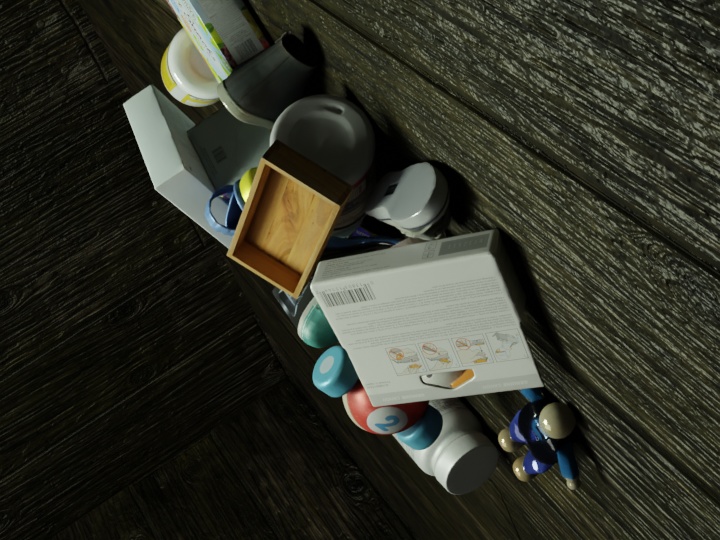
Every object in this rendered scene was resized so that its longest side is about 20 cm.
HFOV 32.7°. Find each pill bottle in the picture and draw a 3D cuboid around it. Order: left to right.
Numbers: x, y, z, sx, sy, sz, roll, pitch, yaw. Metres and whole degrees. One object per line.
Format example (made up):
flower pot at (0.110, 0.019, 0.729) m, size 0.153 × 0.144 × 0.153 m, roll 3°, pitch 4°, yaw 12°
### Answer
pill bottle at (-0.237, -0.302, 1.818) m, size 0.112 × 0.112 × 0.200 m, roll 58°, pitch 170°, yaw -10°
pill bottle at (-0.040, -0.112, 1.450) m, size 0.120 × 0.120 × 0.200 m, roll 54°, pitch 169°, yaw 16°
pill bottle at (0.112, 0.235, 1.836) m, size 0.200 × 0.113 × 0.113 m, roll 48°, pitch 167°, yaw 42°

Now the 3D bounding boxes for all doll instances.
doll at (0.211, 0.191, 1.407) m, size 0.137 × 0.048 × 0.200 m, roll 63°, pitch 166°, yaw 17°

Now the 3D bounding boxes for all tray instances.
tray at (-0.082, -0.054, 1.372) m, size 0.099 × 0.037 × 0.200 m, roll 32°, pitch 144°, yaw 3°

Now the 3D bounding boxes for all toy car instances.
toy car at (0.081, 0.122, 1.503) m, size 0.184 × 0.177 × 0.200 m, roll 36°, pitch 160°, yaw -29°

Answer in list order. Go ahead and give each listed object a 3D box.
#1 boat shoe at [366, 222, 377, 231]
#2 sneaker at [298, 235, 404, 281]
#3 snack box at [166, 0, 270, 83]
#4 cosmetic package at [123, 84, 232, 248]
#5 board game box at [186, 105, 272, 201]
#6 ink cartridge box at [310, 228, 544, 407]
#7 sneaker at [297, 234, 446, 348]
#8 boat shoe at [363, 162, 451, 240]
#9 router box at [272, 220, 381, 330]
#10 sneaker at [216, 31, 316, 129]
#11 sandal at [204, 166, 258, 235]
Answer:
boat shoe at (0.003, -0.006, 1.735) m, size 0.066 × 0.075 × 0.199 m, roll 27°, pitch 151°, yaw -7°
sneaker at (0.000, 0.000, 1.480) m, size 0.071 × 0.199 × 0.083 m, roll 31°, pitch -121°, yaw -76°
snack box at (-0.206, -0.354, 1.634) m, size 0.200 × 0.068 × 0.169 m, roll 57°, pitch 171°, yaw -7°
cosmetic package at (-0.210, -0.125, 1.564) m, size 0.200 × 0.052 × 0.151 m, roll 43°, pitch -165°, yaw -54°
board game box at (-0.121, -0.140, 1.598) m, size 0.105 × 0.103 × 0.200 m, roll 61°, pitch -169°, yaw 18°
ink cartridge box at (0.073, 0.053, 1.259) m, size 0.045 × 0.200 × 0.176 m, roll -70°, pitch -37°, yaw -48°
sneaker at (0.028, 0.032, 1.337) m, size 0.080 × 0.200 × 0.071 m, roll 51°, pitch 170°, yaw 39°
boat shoe at (0.064, -0.065, 1.293) m, size 0.070 × 0.071 × 0.200 m, roll 31°, pitch 172°, yaw -15°
router box at (-0.046, -0.004, 1.647) m, size 0.052 × 0.157 × 0.200 m, roll 26°, pitch -173°, yaw -18°
sneaker at (-0.082, -0.225, 1.469) m, size 0.075 × 0.106 × 0.200 m, roll 56°, pitch -160°, yaw 4°
sandal at (-0.129, -0.067, 1.513) m, size 0.200 × 0.087 × 0.080 m, roll 47°, pitch -156°, yaw -65°
